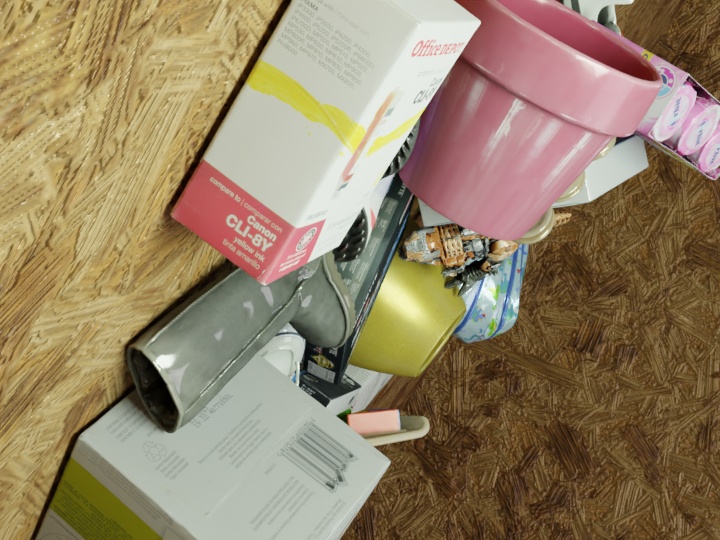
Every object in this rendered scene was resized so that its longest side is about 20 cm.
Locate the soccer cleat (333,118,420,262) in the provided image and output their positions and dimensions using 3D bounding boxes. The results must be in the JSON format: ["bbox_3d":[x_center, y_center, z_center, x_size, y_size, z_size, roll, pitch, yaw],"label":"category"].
[{"bbox_3d":[0.003,-0.096,1.045,0.073,0.068,0.200,-77,-174,-45],"label":"soccer cleat"}]

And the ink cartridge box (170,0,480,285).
[{"bbox_3d":[-0.020,-0.104,0.806,0.200,0.083,0.145,-57,169,21],"label":"ink cartridge box"}]

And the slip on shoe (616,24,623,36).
[{"bbox_3d":[0.249,-0.245,1.278,0.074,0.061,0.201,55,33,-74],"label":"slip on shoe"}]

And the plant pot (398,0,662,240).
[{"bbox_3d":[0.127,-0.134,1.030,0.180,0.200,0.200,-62,168,22],"label":"plant pot"}]

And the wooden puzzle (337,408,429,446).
[{"bbox_3d":[-0.048,0.189,1.422,0.199,0.047,0.185,-10,-178,-40],"label":"wooden puzzle"}]

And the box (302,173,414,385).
[{"bbox_3d":[0.000,0.000,1.235,0.159,0.046,0.201,101,12,-67],"label":"box"}]

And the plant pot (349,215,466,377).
[{"bbox_3d":[0.040,0.042,1.425,0.200,0.142,0.200,-51,170,-13],"label":"plant pot"}]

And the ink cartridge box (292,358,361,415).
[{"bbox_3d":[-0.058,0.124,1.374,0.039,0.099,0.200,-56,171,5],"label":"ink cartridge box"}]

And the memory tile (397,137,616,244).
[{"bbox_3d":[0.129,-0.121,1.152,0.153,0.200,0.017,-51,147,-9],"label":"memory tile"}]

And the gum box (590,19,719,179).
[{"bbox_3d":[0.284,-0.158,1.159,0.200,0.113,0.066,16,109,-55],"label":"gum box"}]

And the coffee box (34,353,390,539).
[{"bbox_3d":[-0.131,0.211,1.030,0.200,0.200,0.198,-40,164,-51],"label":"coffee box"}]

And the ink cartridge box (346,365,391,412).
[{"bbox_3d":[-0.011,0.139,1.689,0.200,0.083,0.147,-46,167,-40],"label":"ink cartridge box"}]

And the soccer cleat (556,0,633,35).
[{"bbox_3d":[0.210,-0.228,1.197,0.069,0.085,0.200,-47,168,-34],"label":"soccer cleat"}]

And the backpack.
[{"bbox_3d":[0.141,-0.009,1.543,0.163,0.153,0.201,-33,-153,54],"label":"backpack"}]

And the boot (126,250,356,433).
[{"bbox_3d":[-0.092,0.058,0.986,0.200,0.072,0.182,-55,143,-33],"label":"boot"}]

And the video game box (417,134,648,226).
[{"bbox_3d":[0.181,-0.096,1.252,0.181,0.047,0.200,-10,-171,31],"label":"video game box"}]

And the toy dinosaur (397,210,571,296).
[{"bbox_3d":[0.135,-0.032,1.325,0.136,0.199,0.103,145,-48,-71],"label":"toy dinosaur"}]

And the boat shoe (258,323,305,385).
[{"bbox_3d":[-0.098,0.130,1.199,0.074,0.086,0.202,0,145,-26],"label":"boat shoe"}]
